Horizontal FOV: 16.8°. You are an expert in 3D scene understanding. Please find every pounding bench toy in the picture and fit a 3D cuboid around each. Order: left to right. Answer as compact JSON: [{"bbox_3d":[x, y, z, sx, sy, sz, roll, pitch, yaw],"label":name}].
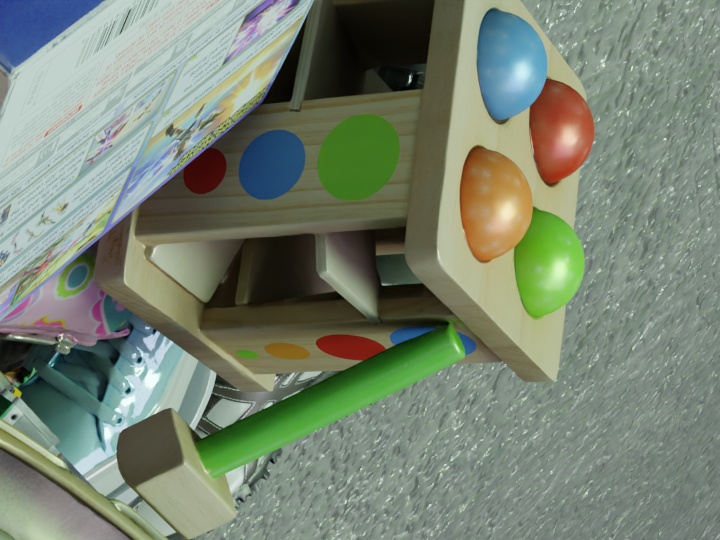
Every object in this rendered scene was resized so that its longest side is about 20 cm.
[{"bbox_3d":[0.000,0.000,0.911,0.124,0.155,0.202,43,50,-56],"label":"pounding bench toy"}]

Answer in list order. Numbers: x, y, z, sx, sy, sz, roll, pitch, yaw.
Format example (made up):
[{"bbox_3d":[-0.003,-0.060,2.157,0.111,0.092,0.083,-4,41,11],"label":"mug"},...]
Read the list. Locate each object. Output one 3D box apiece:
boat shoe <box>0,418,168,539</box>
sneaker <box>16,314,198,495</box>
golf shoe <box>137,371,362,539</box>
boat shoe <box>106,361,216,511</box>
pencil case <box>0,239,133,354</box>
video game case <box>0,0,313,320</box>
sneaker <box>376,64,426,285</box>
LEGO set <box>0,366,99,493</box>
[{"bbox_3d":[-0.125,0.090,0.845,0.200,0.063,0.074,38,71,-31],"label":"boat shoe"},{"bbox_3d":[-0.098,0.006,1.024,0.201,0.074,0.082,-58,155,-18],"label":"sneaker"},{"bbox_3d":[-0.066,0.052,1.146,0.200,0.078,0.095,-39,122,-5],"label":"golf shoe"},{"bbox_3d":[-0.132,0.103,1.094,0.201,0.070,0.066,-55,169,0],"label":"boat shoe"},{"bbox_3d":[-0.151,-0.013,0.889,0.200,0.087,0.088,5,119,-60],"label":"pencil case"},{"bbox_3d":[-0.077,-0.069,0.754,0.200,0.045,0.182,-43,170,-38],"label":"video game case"},{"bbox_3d":[0.023,-0.060,1.060,0.200,0.070,0.100,-69,176,-62],"label":"sneaker"},{"bbox_3d":[-0.166,0.129,0.946,0.200,0.153,0.116,-50,117,-19],"label":"LEGO set"}]
